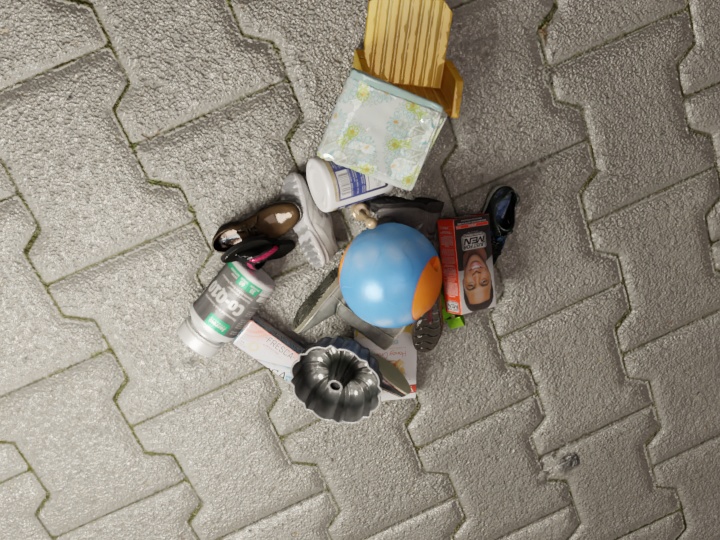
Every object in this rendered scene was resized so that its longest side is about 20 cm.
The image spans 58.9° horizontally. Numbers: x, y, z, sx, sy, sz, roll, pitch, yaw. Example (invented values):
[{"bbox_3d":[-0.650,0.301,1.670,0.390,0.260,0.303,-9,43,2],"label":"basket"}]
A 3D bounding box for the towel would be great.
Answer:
[{"bbox_3d":[0.041,-0.254,1.172,0.199,0.048,0.172,19,110,-16],"label":"towel"}]

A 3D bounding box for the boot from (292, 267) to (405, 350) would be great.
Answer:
[{"bbox_3d":[-0.020,0.107,1.354,0.200,0.073,0.182,36,108,-26],"label":"boot"}]

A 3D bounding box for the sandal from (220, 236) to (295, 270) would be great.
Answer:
[{"bbox_3d":[-0.193,-0.031,1.270,0.075,0.200,0.045,-36,74,29],"label":"sandal"}]

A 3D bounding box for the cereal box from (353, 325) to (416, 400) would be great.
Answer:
[{"bbox_3d":[0.057,0.202,1.459,0.143,0.040,0.201,-4,108,-8],"label":"cereal box"}]

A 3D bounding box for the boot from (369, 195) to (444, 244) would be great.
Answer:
[{"bbox_3d":[0.096,-0.084,1.328,0.199,0.070,0.133,-1,108,-38],"label":"boot"}]

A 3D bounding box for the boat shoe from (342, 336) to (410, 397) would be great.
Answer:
[{"bbox_3d":[0.021,0.223,1.404,0.199,0.071,0.063,35,111,-11],"label":"boat shoe"}]

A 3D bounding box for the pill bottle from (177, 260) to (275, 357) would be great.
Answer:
[{"bbox_3d":[-0.278,0.074,1.319,0.113,0.113,0.200,38,97,-19],"label":"pill bottle"}]

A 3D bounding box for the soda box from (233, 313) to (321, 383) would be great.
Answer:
[{"bbox_3d":[-0.182,0.178,1.396,0.200,0.064,0.068,39,97,-18],"label":"soda box"}]

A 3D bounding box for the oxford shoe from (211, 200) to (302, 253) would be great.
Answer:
[{"bbox_3d":[-0.207,-0.078,1.276,0.199,0.084,0.073,-24,107,13],"label":"oxford shoe"}]

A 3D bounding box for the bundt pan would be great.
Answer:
[{"bbox_3d":[-0.043,0.220,1.336,0.200,0.076,0.203,7,120,13],"label":"bundt pan"}]

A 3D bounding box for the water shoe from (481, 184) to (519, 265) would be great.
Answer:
[{"bbox_3d":[0.291,-0.086,1.392,0.071,0.079,0.201,7,106,-12],"label":"water shoe"}]

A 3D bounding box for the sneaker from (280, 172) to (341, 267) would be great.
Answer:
[{"bbox_3d":[-0.102,-0.111,1.330,0.082,0.074,0.201,-31,108,-39],"label":"sneaker"}]

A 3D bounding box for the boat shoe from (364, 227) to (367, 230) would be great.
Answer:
[{"bbox_3d":[0.000,0.000,1.370,0.090,0.071,0.202,-4,108,-8],"label":"boat shoe"}]

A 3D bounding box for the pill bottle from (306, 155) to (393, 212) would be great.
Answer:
[{"bbox_3d":[0.002,-0.196,1.277,0.199,0.111,0.112,-19,111,-21],"label":"pill bottle"}]

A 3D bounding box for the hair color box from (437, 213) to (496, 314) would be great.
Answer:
[{"bbox_3d":[0.228,-0.015,1.362,0.101,0.061,0.202,-11,99,-28],"label":"hair color box"}]

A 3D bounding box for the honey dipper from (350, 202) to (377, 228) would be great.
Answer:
[{"bbox_3d":[0.009,-0.110,1.267,0.038,0.200,0.038,-2,102,-7],"label":"honey dipper"}]

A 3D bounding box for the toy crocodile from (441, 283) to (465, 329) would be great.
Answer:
[{"bbox_3d":[0.173,0.054,1.426,0.067,0.062,0.200,-32,107,29],"label":"toy crocodile"}]

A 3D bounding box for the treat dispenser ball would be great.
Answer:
[{"bbox_3d":[0.057,0.010,1.231,0.199,0.201,0.202,-3,108,-9],"label":"treat dispenser ball"}]

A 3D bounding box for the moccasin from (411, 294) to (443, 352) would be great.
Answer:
[{"bbox_3d":[0.138,0.082,1.377,0.073,0.078,0.203,-6,112,4],"label":"moccasin"}]

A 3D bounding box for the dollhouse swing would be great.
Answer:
[{"bbox_3d":[0.097,-0.412,1.215,0.198,0.182,0.177,4,127,-11],"label":"dollhouse swing"}]
